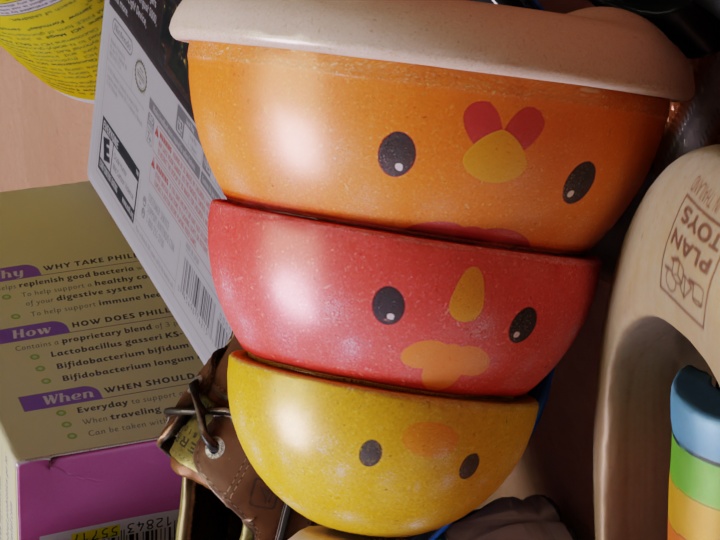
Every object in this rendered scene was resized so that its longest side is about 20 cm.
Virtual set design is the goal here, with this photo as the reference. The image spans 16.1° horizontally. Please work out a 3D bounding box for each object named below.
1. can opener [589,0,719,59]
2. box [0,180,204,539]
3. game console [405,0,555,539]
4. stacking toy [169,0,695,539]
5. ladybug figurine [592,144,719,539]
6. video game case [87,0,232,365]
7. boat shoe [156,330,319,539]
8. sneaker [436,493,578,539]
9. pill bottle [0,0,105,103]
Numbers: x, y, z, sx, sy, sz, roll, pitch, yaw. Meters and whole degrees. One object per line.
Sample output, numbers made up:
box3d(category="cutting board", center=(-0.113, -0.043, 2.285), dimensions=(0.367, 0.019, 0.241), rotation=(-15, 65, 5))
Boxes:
box3d(category="can opener", center=(0.100, -0.091, 0.683), dimensions=(0.064, 0.078, 0.200), rotation=(-58, 29, 1))
box3d(category="box", center=(-0.086, 0.049, 1.080), dimensions=(0.200, 0.175, 0.097), rotation=(-125, 32, -51))
box3d(category="game console", center=(0.000, 0.000, 0.854), dimensions=(0.171, 0.118, 0.200), rotation=(49, 146, 8))
box3d(category="stacking toy", center=(0.011, 0.022, 0.707), dimensions=(0.146, 0.145, 0.201), rotation=(-164, 80, -69))
box3d(category="ladybug figurine", center=(0.113, 0.057, 0.670), dimensions=(0.136, 0.072, 0.201), rotation=(-128, 34, -56))
box3d(category="video game case", center=(-0.055, -0.072, 0.925), dimensions=(0.200, 0.023, 0.183), rotation=(-127, 40, -54))
box3d(category="boat shoe", center=(-0.028, 0.058, 0.816), dimensions=(0.072, 0.068, 0.201), rotation=(-154, 65, -66))
box3d(category="sneaker", center=(0.029, 0.159, 0.948), dimensions=(0.078, 0.079, 0.201), rotation=(-118, 26, -44))
box3d(category="pill bottle", center=(-0.118, -0.138, 1.079), dimensions=(0.200, 0.112, 0.113), rotation=(44, -155, -62))
